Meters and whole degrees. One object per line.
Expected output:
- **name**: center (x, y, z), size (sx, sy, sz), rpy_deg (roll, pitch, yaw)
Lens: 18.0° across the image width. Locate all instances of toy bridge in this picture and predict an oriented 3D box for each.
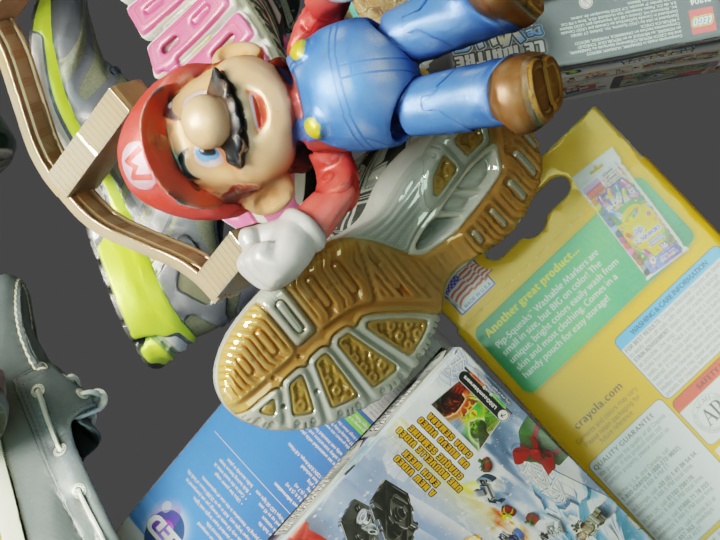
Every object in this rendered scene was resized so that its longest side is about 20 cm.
- **toy bridge**: center (-0.124, -0.061, 1.077), size (0.200, 0.027, 0.067), rpy_deg (48, 123, 12)

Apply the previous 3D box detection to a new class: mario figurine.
- **mario figurine**: center (-0.020, -0.072, 0.972), size (0.199, 0.106, 0.124), rpy_deg (-18, 45, 22)

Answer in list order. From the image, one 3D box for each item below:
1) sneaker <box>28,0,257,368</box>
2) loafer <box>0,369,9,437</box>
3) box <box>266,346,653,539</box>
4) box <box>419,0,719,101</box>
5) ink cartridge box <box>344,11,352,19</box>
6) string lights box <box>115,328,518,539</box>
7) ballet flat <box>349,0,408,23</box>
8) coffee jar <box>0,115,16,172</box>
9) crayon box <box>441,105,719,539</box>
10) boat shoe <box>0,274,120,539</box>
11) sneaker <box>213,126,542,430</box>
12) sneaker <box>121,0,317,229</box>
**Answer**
- **sneaker**: center (-0.107, -0.057, 1.141), size (0.080, 0.074, 0.201), rpy_deg (-22, 92, 0)
- **loafer**: center (-0.220, 0.066, 1.093), size (0.071, 0.200, 0.063), rpy_deg (5, 67, -25)
- **box**: center (0.065, 0.152, 1.024), size (0.200, 0.040, 0.137), rpy_deg (45, 79, -7)
- **box**: center (0.077, -0.101, 1.089), size (0.198, 0.110, 0.035), rpy_deg (-10, 86, 7)
- **ink cartridge box**: center (-0.018, -0.232, 1.071), size (0.047, 0.199, 0.199), rpy_deg (17, 90, 38)
- **string lights box**: center (-0.030, 0.105, 1.101), size (0.200, 0.059, 0.103), rpy_deg (-50, 53, 4)
- **ballet flat**: center (0.073, -0.155, 1.094), size (0.199, 0.070, 0.066), rpy_deg (-15, 108, -23)
- **coffee jar**: center (-0.267, -0.117, 1.153), size (0.104, 0.085, 0.201), rpy_deg (-33, 84, 9)
- **crayon box**: center (0.139, 0.036, 1.102), size (0.126, 0.052, 0.200), rpy_deg (-43, 83, 4)
- **boat shoe**: center (-0.149, 0.085, 1.117), size (0.061, 0.073, 0.201), rpy_deg (-15, 59, -1)
- **sneaker**: center (0.000, 0.000, 1.054), size (0.200, 0.087, 0.076), rpy_deg (-43, 112, -24)
- **sneaker**: center (-0.061, -0.108, 1.113), size (0.074, 0.087, 0.201), rpy_deg (-35, 68, 26)
